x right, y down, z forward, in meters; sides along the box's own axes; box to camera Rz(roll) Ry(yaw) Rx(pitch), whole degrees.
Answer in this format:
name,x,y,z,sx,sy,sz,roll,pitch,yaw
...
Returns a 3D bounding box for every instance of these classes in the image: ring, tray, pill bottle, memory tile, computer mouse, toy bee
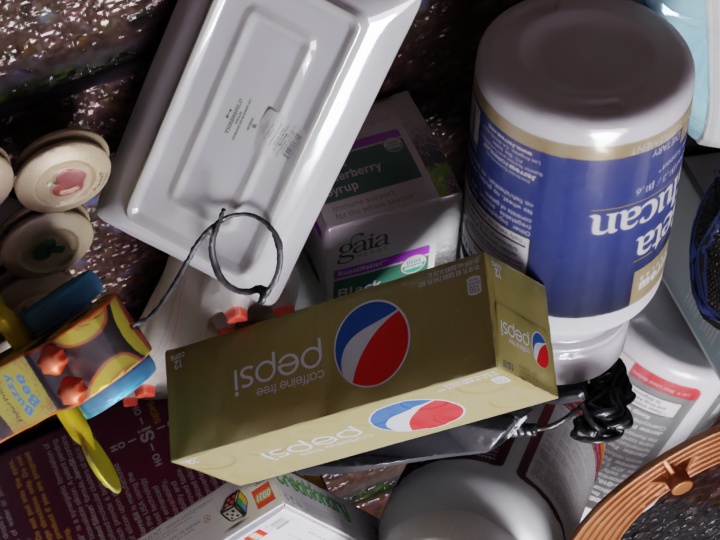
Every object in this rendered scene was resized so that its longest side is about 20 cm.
name,x,y,z,sx,sy,sz,roll,pitch,yaw
ring,0.204,0.144,1.300,0.200,0.019,0.201,-18,145,-13
tray,-0.056,-0.076,1.116,0.107,0.022,0.200,27,123,1
pill bottle,0.074,0.141,1.344,0.109,0.200,0.110,8,119,15
memory tile,-0.211,0.008,1.164,0.153,0.017,0.200,-8,143,-25
pill bottle,0.110,-0.037,1.203,0.111,0.111,0.200,-15,137,-16
computer mouse,0.058,0.071,1.290,0.199,0.046,0.140,-7,-172,15
toy bee,-0.148,0.038,1.128,0.200,0.131,0.109,-53,176,28
pill bottle,0.164,0.087,1.474,0.114,0.114,0.200,-3,140,-30

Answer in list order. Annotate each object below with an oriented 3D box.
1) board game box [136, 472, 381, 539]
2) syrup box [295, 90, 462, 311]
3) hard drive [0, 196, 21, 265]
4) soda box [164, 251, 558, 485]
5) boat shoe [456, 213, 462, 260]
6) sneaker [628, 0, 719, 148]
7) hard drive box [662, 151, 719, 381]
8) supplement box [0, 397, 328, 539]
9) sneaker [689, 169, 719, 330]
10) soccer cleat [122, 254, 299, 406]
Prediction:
name,x,y,z,sx,sy,sz,roll,pitch,yaw
board game box,-0.055,0.178,1.330,0.126,0.035,0.200,-32,151,12
syrup box,0.000,0.000,1.280,0.079,0.082,0.200,-17,146,-15
hard drive,-0.276,0.029,1.188,0.132,0.027,0.200,8,133,-40
soda box,-0.003,0.054,1.179,0.200,0.064,0.068,-18,155,28
boat shoe,0.104,-0.031,1.319,0.073,0.065,0.200,9,132,-40
sneaker,0.170,-0.131,1.244,0.082,0.074,0.200,4,153,11
hard drive box,0.285,0.019,1.384,0.156,0.200,0.077,-7,143,-24
supplement box,-0.120,0.148,1.379,0.200,0.103,0.131,-24,148,-5
sneaker,0.237,-0.061,1.292,0.078,0.075,0.200,22,88,-76
soccer cleat,-0.086,0.019,1.268,0.069,0.078,0.200,2,157,-27
